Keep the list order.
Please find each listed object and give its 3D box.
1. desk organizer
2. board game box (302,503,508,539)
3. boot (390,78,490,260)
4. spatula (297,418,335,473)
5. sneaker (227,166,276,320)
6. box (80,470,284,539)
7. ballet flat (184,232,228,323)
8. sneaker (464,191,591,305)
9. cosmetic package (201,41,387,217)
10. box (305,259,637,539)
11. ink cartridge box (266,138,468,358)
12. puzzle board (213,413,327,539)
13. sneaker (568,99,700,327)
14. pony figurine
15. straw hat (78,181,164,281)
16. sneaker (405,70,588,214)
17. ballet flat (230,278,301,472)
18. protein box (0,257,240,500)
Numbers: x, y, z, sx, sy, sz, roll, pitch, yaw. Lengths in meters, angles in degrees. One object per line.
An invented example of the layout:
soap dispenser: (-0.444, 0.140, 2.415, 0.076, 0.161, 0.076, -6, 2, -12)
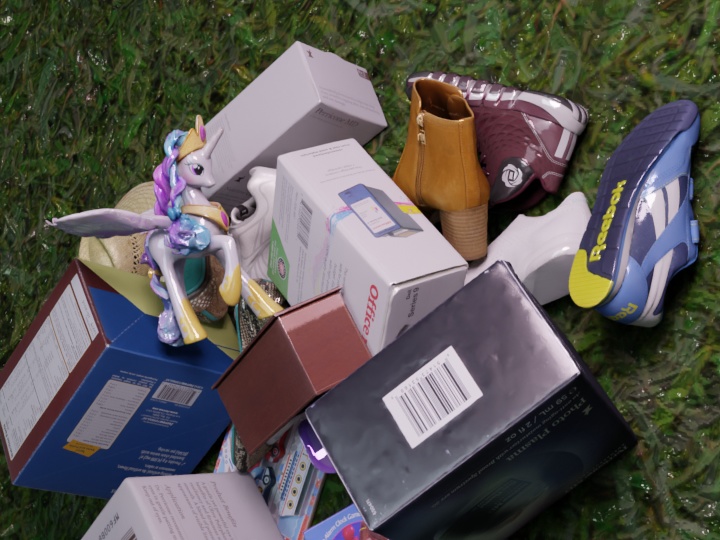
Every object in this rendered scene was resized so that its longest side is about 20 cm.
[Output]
desk organizer: (-0.063, 0.096, 1.169, 0.078, 0.071, 0.200, 62, 150, 11)
board game box: (0.044, 0.268, 1.194, 0.199, 0.044, 0.136, -34, 61, 32)
boot: (0.060, -0.106, 1.179, 0.201, 0.070, 0.146, 37, 138, 58)
spatula: (0.040, 0.124, 1.186, 0.198, 0.021, 0.057, -26, 74, 4)
sneaker: (-0.104, -0.026, 1.331, 0.076, 0.080, 0.202, -98, 25, -51)
box: (-0.177, 0.339, 1.282, 0.201, 0.170, 0.200, -51, 55, 28)
ballet flat: (-0.170, -0.016, 1.416, 0.070, 0.065, 0.202, -24, 38, 19)
sneaker: (0.133, -0.004, 1.165, 0.199, 0.075, 0.090, -28, 44, 38)
cosmetic package: (-0.083, -0.138, 1.344, 0.199, 0.112, 0.082, -36, 61, 33)
box: (0.097, 0.127, 1.042, 0.199, 0.198, 0.124, -38, 59, 7)
ink cartridge box: (0.000, 0.000, 1.170, 0.200, 0.086, 0.147, 51, 144, 39)
puzzle board: (-0.084, 0.167, 1.347, 0.150, 0.017, 0.203, 22, 97, 42)
sneaker: (0.241, -0.046, 1.072, 0.074, 0.082, 0.202, -4, 59, 66)
pony figurine: (-0.182, -0.030, 1.262, 0.191, 0.166, 0.203, -18, 91, 32)
straw hat: (-0.282, -0.015, 1.511, 0.199, 0.084, 0.205, -9, 76, 40)
sneaker: (0.109, -0.115, 1.195, 0.198, 0.075, 0.117, 19, 97, 41)
ballet flat: (-0.091, 0.111, 1.304, 0.074, 0.068, 0.204, 6, 98, 20)
protein box: (-0.253, 0.125, 1.371, 0.201, 0.197, 0.136, -51, 45, 22)
